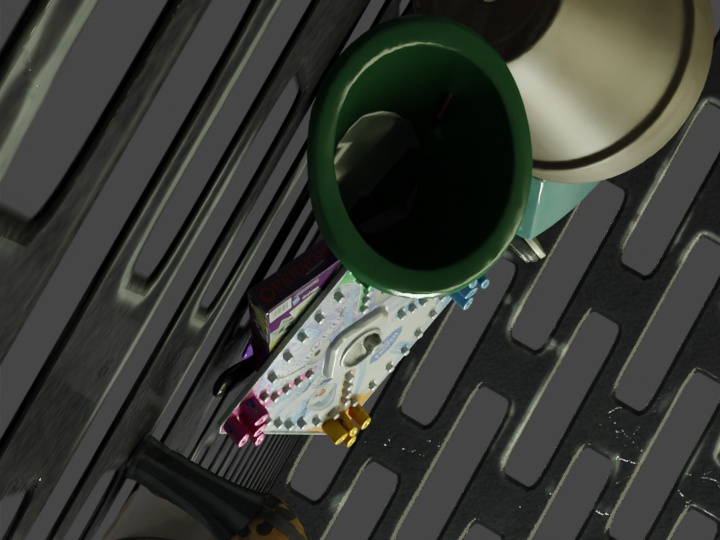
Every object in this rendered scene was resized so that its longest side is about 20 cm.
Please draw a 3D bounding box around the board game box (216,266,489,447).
[{"bbox_3d":[0.001,0.063,1.257,0.200,0.026,0.200,-50,156,14],"label":"board game box"}]

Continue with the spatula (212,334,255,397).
[{"bbox_3d":[-0.087,0.066,1.275,0.057,0.020,0.200,-60,179,16],"label":"spatula"}]

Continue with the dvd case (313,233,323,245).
[{"bbox_3d":[-0.026,-0.030,1.459,0.201,0.016,0.149,-63,176,19],"label":"dvd case"}]

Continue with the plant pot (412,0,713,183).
[{"bbox_3d":[0.128,-0.176,1.110,0.173,0.199,0.201,17,104,-59],"label":"plant pot"}]

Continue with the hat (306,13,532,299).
[{"bbox_3d":[0.004,-0.067,1.055,0.164,0.202,0.176,-16,-166,-25],"label":"hat"}]

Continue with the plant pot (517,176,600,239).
[{"bbox_3d":[0.150,-0.139,1.295,0.201,0.141,0.142,-54,164,-27],"label":"plant pot"}]

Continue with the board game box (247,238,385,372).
[{"bbox_3d":[0.000,0.000,1.217,0.199,0.032,0.121,-35,151,-21],"label":"board game box"}]

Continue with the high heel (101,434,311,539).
[{"bbox_3d":[-0.106,0.201,1.100,0.072,0.142,0.200,-58,176,-34],"label":"high heel"}]

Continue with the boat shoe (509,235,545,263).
[{"bbox_3d":[0.105,-0.069,1.642,0.066,0.199,0.074,-45,174,5],"label":"boat shoe"}]
